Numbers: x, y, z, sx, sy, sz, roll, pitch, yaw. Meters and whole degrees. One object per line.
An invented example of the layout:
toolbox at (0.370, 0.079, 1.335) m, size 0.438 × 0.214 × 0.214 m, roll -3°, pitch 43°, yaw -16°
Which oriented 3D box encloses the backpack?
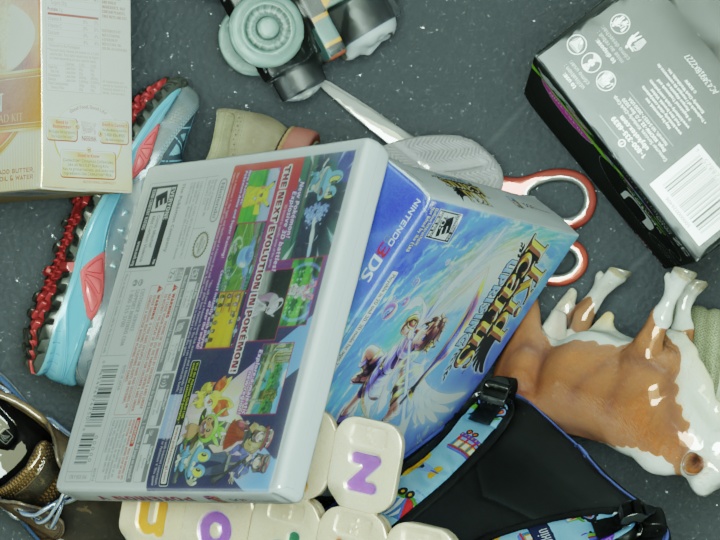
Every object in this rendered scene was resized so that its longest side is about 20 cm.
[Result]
backpack at (0.062, 0.186, 1.351) m, size 0.199 × 0.135 × 0.182 m, roll -31°, pitch 44°, yaw -18°

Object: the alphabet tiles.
alphabet tiles at (-0.044, 0.169, 1.276) m, size 0.199 × 0.015 × 0.197 m, roll 10°, pitch 92°, yaw 22°

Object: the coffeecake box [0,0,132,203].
coffeecake box at (-0.211, -0.143, 1.403) m, size 0.153 × 0.073 × 0.201 m, roll -3°, pitch 87°, yaw 44°

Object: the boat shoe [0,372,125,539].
boat shoe at (-0.194, 0.128, 1.433) m, size 0.200 × 0.072 × 0.072 m, roll 37°, pitch 89°, yaw 2°

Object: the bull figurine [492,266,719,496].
bull figurine at (0.157, 0.058, 1.384) m, size 0.199 × 0.065 × 0.122 m, roll 11°, pitch 85°, yaw 45°

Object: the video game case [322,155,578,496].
video game case at (0.020, 0.040, 1.356) m, size 0.045 × 0.181 × 0.201 m, roll 40°, pitch 105°, yaw 27°

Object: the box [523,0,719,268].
box at (0.186, -0.095, 1.364) m, size 0.124 × 0.200 × 0.149 m, roll -38°, pitch 88°, yaw 2°

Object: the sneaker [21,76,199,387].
sneaker at (-0.134, -0.019, 1.447) m, size 0.095 × 0.079 × 0.201 m, roll 23°, pitch 86°, yaw -22°

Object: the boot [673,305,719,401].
boot at (0.254, 0.119, 1.421) m, size 0.154 × 0.072 × 0.201 m, roll 1°, pitch 83°, yaw 1°

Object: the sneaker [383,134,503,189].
sneaker at (0.000, 0.000, 1.428) m, size 0.200 × 0.112 × 0.078 m, roll -35°, pitch 71°, yaw -26°

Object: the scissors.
scissors at (0.053, -0.053, 1.460) m, size 0.199 × 0.014 × 0.074 m, roll 21°, pitch 91°, yaw 1°

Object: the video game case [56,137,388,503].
video game case at (-0.076, 0.029, 1.286) m, size 0.182 × 0.023 × 0.201 m, roll -5°, pitch 63°, yaw 44°

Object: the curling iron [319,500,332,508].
curling iron at (-0.049, 0.098, 1.430) m, size 0.025 × 0.050 × 0.200 m, roll -29°, pitch 101°, yaw 32°

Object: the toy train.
toy train at (-0.056, -0.206, 1.433) m, size 0.114 × 0.085 × 0.201 m, roll -29°, pitch 94°, yaw -8°

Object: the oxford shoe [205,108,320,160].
oxford shoe at (-0.093, -0.003, 1.394) m, size 0.074 × 0.071 × 0.201 m, roll 22°, pitch 71°, yaw 9°
